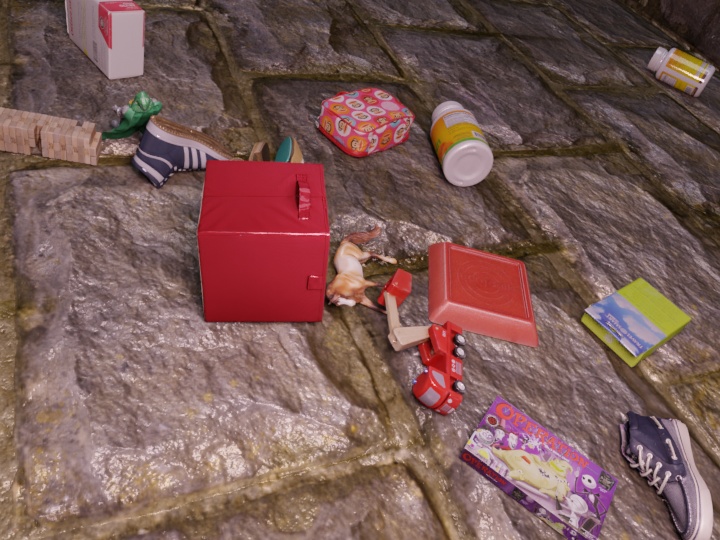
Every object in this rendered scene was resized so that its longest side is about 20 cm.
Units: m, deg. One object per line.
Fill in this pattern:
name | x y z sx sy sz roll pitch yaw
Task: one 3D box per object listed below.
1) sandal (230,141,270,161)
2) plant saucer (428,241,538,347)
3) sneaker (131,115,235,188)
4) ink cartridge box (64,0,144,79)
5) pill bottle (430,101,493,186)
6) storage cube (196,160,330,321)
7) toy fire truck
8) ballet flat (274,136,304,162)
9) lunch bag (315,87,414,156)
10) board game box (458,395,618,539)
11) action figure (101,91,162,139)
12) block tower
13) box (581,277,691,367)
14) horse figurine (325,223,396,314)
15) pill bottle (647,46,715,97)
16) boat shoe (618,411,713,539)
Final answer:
sandal | -0.222 -0.173 1.147 0.068 0.079 0.213 -1 35 8
plant saucer | 0.218 0.029 1.103 0.196 0.037 0.202 14 41 -6
sneaker | -0.322 -0.199 1.135 0.070 0.109 0.199 45 17 31
ink cartridge box | -0.547 -0.527 1.334 0.083 0.147 0.200 -24 56 -39
pill bottle | 0.216 -0.289 1.386 0.109 0.112 0.202 5 43 -15
storage cube | -0.143 -0.041 0.929 0.176 0.202 0.173 1 44 -9
toy fire truck | 0.089 0.104 0.938 0.139 0.049 0.202 28 40 -14
ballet flat | -0.134 -0.177 1.188 0.063 0.068 0.202 33 38 -26
lunch bag | 0.004 -0.341 1.386 0.198 0.083 0.176 -26 57 -38
board game box | 0.246 0.273 0.860 0.198 0.033 0.120 34 39 16
action figure | -0.396 -0.275 1.099 0.117 0.199 0.055 -28 102 -27
block tower | -0.560 -0.236 1.087 0.196 0.055 0.058 7 42 -14
box | 0.493 0.092 1.127 0.198 0.048 0.122 -20 53 -35
horse figurine | 0.000 0.000 1.045 0.130 0.050 0.202 12 44 -16
pill bottle | 1.093 -0.685 2.135 0.199 0.110 0.109 35 44 17
boat shoe | 0.422 0.288 0.883 0.091 0.076 0.201 13 33 4
